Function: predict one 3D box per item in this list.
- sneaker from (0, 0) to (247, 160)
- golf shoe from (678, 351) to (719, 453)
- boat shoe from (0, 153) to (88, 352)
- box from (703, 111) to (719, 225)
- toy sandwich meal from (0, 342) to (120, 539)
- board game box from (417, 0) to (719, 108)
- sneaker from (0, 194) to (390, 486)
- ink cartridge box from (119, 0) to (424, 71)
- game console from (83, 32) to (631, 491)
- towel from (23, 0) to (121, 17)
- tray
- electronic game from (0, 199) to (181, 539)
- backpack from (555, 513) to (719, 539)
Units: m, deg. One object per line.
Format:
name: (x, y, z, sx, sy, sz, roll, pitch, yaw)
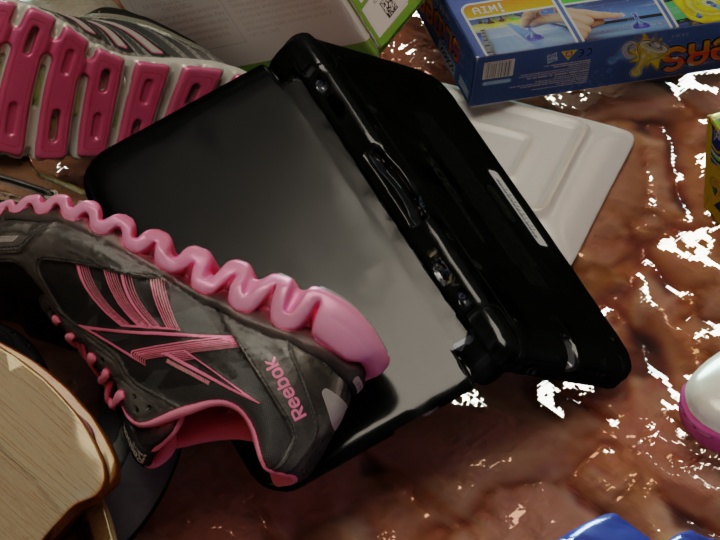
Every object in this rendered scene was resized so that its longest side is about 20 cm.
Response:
sneaker: (-0.143, -0.095, 1.363, 0.200, 0.074, 0.087, 10, 12, -26)
golf shoe: (0.238, 0.026, 1.258, 0.200, 0.092, 0.075, -16, 49, -11)
boat shoe: (-0.181, -0.020, 1.342, 0.200, 0.072, 0.068, 24, 51, 9)
box: (0.271, -0.067, 1.363, 0.200, 0.064, 0.070, -22, 48, -17)
toy sandwich meal: (-0.189, 0.121, 1.162, 0.205, 0.070, 0.205, 0, 67, 0)
board game box: (0.128, -0.154, 1.456, 0.200, 0.034, 0.135, -9, 45, -16)
sneaker: (-0.092, 0.033, 1.195, 0.200, 0.079, 0.095, 20, 77, 19)
ink cartridge box: (-0.073, -0.194, 1.378, 0.148, 0.200, 0.076, -7, 35, 44)
game console: (0.000, 0.000, 1.292, 0.176, 0.116, 0.200, 11, 40, -53)
towel: (-0.228, -0.130, 1.436, 0.200, 0.034, 0.133, -20, 49, -40)
tray: (0.029, -0.064, 1.403, 0.200, 0.022, 0.107, 15, 50, 17)
electronic game: (-0.178, 0.060, 1.249, 0.200, 0.042, 0.200, 0, 67, 0)
backpack: (0.131, 0.203, 1.043, 0.168, 0.163, 0.200, -26, 49, -25)
